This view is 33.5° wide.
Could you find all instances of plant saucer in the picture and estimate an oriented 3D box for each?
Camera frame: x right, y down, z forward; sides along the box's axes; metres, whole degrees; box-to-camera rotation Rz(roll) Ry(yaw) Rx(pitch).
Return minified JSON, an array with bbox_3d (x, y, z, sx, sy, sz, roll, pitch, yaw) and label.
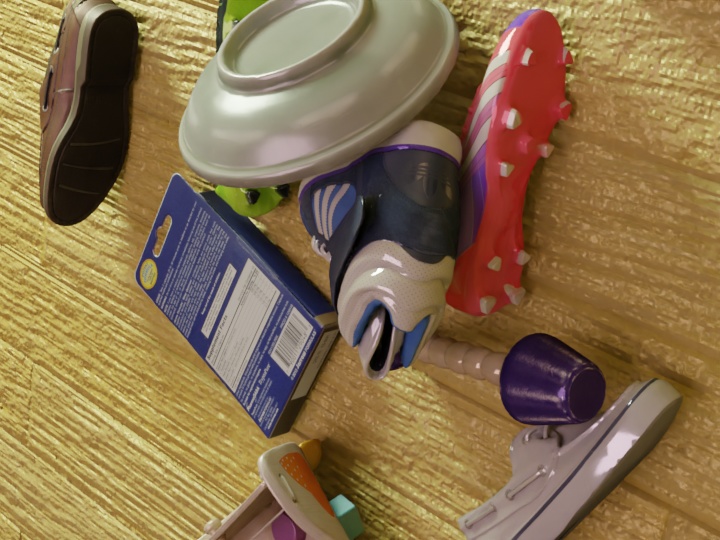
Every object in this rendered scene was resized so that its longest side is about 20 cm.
[{"bbox_3d":[-0.036,-0.136,0.770,0.199,0.201,0.050,10,141,41],"label":"plant saucer"}]

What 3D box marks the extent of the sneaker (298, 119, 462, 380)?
[{"bbox_3d":[0.000,0.000,0.776,0.200,0.080,0.148,150,132,-64],"label":"sneaker"}]

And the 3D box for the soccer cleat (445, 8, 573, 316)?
[{"bbox_3d":[0.080,-0.068,0.764,0.076,0.066,0.203,27,119,41],"label":"soccer cleat"}]

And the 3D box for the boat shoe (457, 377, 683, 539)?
[{"bbox_3d":[0.122,0.126,0.755,0.065,0.073,0.201,48,126,19],"label":"boat shoe"}]

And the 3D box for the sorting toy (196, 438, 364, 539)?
[{"bbox_3d":[-0.044,0.249,0.926,0.181,0.106,0.200,52,128,13],"label":"sorting toy"}]

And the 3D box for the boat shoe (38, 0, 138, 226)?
[{"bbox_3d":[-0.246,-0.142,1.054,0.068,0.071,0.202,32,109,38],"label":"boat shoe"}]

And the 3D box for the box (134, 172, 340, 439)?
[{"bbox_3d":[-0.104,0.023,0.972,0.200,0.032,0.122,45,125,26],"label":"box"}]

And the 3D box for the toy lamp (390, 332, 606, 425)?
[{"bbox_3d":[0.075,0.058,0.771,0.199,0.058,0.059,16,110,54],"label":"toy lamp"}]

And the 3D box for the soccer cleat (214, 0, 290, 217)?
[{"bbox_3d":[-0.090,-0.142,0.908,0.081,0.067,0.203,21,113,52],"label":"soccer cleat"}]
